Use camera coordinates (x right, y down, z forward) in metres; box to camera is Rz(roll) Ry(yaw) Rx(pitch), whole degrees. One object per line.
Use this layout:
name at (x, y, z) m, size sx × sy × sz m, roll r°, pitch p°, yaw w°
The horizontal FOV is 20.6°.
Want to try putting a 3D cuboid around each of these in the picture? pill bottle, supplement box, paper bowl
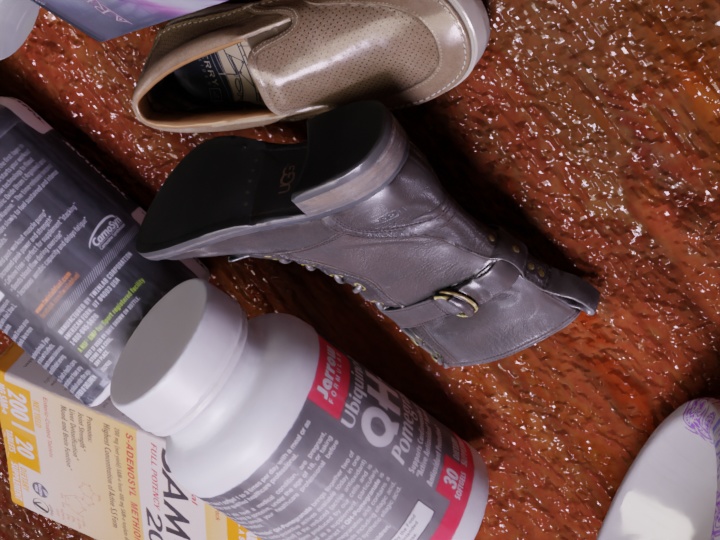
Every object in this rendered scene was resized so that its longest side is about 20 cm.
pill bottle at (-0.190, -0.025, 1.121) m, size 0.200 × 0.106 × 0.106 m, roll 43°, pitch 138°, yaw -4°
pill bottle at (-0.035, 0.092, 1.072) m, size 0.200 × 0.111 × 0.111 m, roll 37°, pitch 142°, yaw -25°
supplement box at (-0.123, 0.116, 1.219) m, size 0.199 × 0.074 × 0.126 m, roll 20°, pitch 136°, yaw 20°
paper bowl at (0.178, 0.171, 0.960) m, size 0.104 × 0.201 × 0.201 m, roll 21°, pitch 139°, yaw -8°

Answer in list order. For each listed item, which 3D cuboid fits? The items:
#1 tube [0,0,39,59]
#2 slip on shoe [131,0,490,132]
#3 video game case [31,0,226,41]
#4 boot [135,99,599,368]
tube at (-0.269, -0.178, 1.088) m, size 0.200 × 0.052 × 0.058 m, roll 30°, pitch 99°, yaw 17°
slip on shoe at (-0.030, -0.103, 0.971) m, size 0.199 × 0.061 × 0.076 m, roll 1°, pitch 126°, yaw 35°
video game case at (-0.147, -0.162, 0.945) m, size 0.143 × 0.019 × 0.200 m, roll 31°, pitch 165°, yaw -23°
boot at (0.000, 0.000, 1.013) m, size 0.199 × 0.069 × 0.174 m, roll -12°, pitch 138°, yaw 40°
